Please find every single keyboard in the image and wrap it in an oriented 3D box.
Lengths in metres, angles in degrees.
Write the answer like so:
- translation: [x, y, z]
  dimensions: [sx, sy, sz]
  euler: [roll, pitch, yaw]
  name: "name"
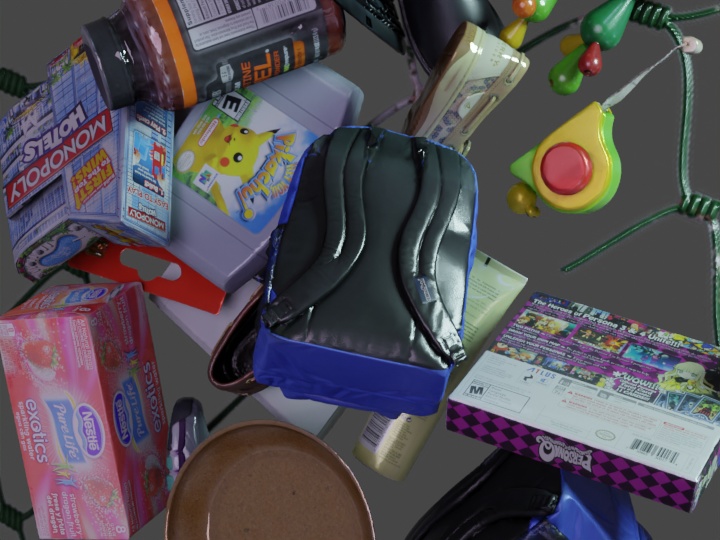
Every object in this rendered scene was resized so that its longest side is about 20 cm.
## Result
- translation: [-0.002, -0.241, 1.516]
  dimensions: [0.039, 0.200, 0.105]
  euler: [-27, 75, 13]
  name: "keyboard"

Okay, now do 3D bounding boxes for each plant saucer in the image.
- translation: [-0.069, 0.222, 1.588]
  dimensions: [0.198, 0.035, 0.203]
  euler: [1, 92, 26]
  name: "plant saucer"

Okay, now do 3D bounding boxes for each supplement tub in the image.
- translation: [-0.118, -0.192, 1.537]
  dimensions: [0.198, 0.107, 0.108]
  euler: [-21, 82, -10]
  name: "supplement tub"

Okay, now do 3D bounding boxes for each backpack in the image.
- translation: [0.124, 0.245, 1.502]
  dimensions: [0.200, 0.163, 0.168]
  euler: [-40, 100, 16]
  name: "backpack"
- translation: [0.000, 0.000, 1.489]
  dimensions: [0.161, 0.168, 0.202]
  euler: [13, 64, -7]
  name: "backpack"

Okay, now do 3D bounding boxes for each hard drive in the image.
- translation: [-0.074, 0.036, 1.662]
  dimensions: [0.200, 0.026, 0.132]
  euler: [41, 105, 17]
  name: "hard drive"

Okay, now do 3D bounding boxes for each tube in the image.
- translation: [0.061, 0.077, 1.599]
  dimensions: [0.058, 0.052, 0.201]
  euler: [24, 98, -22]
  name: "tube"

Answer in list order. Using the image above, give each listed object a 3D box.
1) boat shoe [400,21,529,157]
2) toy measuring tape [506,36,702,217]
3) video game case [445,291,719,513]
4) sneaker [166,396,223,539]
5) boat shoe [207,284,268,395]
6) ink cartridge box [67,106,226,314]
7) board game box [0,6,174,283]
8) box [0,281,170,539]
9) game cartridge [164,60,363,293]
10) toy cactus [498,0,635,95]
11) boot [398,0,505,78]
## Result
- translation: [0.069, -0.111, 1.549]
  dimensions: [0.062, 0.074, 0.200]
  euler: [23, 140, -6]
  name: "boat shoe"
- translation: [0.200, -0.100, 1.528]
  dimensions: [0.199, 0.073, 0.074]
  euler: [-37, 78, 18]
  name: "toy measuring tape"
- translation: [0.189, 0.095, 1.477]
  dimensions: [0.198, 0.181, 0.036]
  euler: [17, 123, 20]
  name: "video game case"
- translation: [-0.118, 0.207, 1.668]
  dimensions: [0.087, 0.074, 0.202]
  euler: [-3, 96, 3]
  name: "sneaker"
- translation: [-0.049, 0.028, 1.600]
  dimensions: [0.070, 0.070, 0.200]
  euler: [44, 104, 17]
  name: "boat shoe"
- translation: [-0.161, -0.083, 1.658]
  dimensions: [0.161, 0.057, 0.202]
  euler: [17, 78, 22]
  name: "ink cartridge box"
- translation: [-0.228, -0.086, 1.608]
  dimensions: [0.199, 0.061, 0.201]
  euler: [-33, 52, 26]
  name: "board game box"
- translation: [-0.232, 0.120, 1.658]
  dimensions: [0.094, 0.103, 0.202]
  euler: [-3, 105, 24]
  name: "box"
- translation: [-0.091, -0.090, 1.595]
  dimensions: [0.133, 0.040, 0.201]
  euler: [33, 90, 18]
  name: "game cartridge"
- translation: [0.193, -0.242, 1.525]
  dimensions: [0.163, 0.102, 0.202]
  euler: [2, 83, 12]
  name: "toy cactus"
- translation: [0.057, -0.239, 1.525]
  dimensions: [0.076, 0.168, 0.202]
  euler: [-24, 80, 1]
  name: "boot"
